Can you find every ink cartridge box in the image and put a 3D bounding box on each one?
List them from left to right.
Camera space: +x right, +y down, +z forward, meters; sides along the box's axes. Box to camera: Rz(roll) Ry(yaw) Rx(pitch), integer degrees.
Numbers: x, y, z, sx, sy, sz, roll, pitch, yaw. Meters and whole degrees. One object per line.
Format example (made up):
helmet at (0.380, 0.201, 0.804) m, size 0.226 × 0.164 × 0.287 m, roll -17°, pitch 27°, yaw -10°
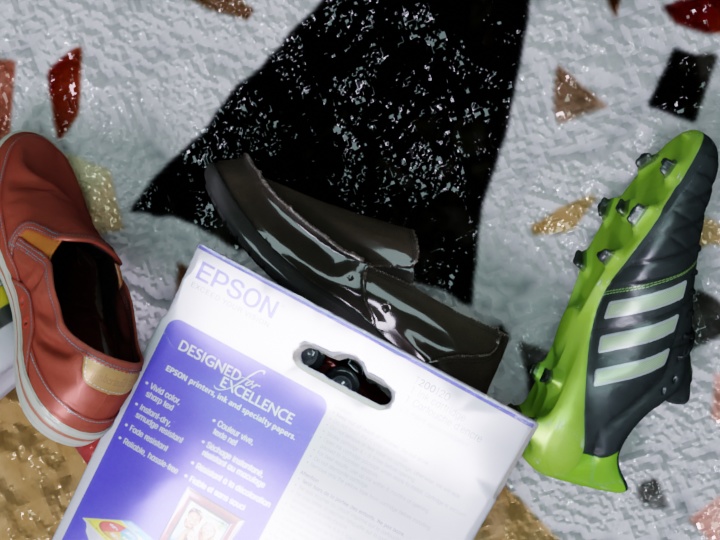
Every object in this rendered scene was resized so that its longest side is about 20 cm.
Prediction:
ink cartridge box at (-0.037, 0.113, 0.746) m, size 0.197 × 0.043 × 0.201 m, roll 28°, pitch 104°, yaw 2°

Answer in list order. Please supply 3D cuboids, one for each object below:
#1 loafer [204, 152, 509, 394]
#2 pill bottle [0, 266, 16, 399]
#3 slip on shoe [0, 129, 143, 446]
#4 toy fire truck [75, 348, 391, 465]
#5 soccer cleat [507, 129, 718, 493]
loafer at (0.000, 0.000, 0.777) m, size 0.200 × 0.073 × 0.071 m, roll 42°, pitch 87°, yaw -2°
pill bottle at (-0.266, -0.009, 0.780) m, size 0.112 × 0.112 × 0.200 m, roll -39°, pitch 88°, yaw 7°
slip on shoe at (-0.154, -0.003, 0.752) m, size 0.061 × 0.074 × 0.201 m, roll -43°, pitch 47°, yaw 26°
toy fire truck at (-0.053, 0.100, 0.793) m, size 0.200 × 0.049 × 0.141 m, roll 42°, pitch 98°, yaw 1°
soccer cleat at (0.150, 0.023, 0.764) m, size 0.081 × 0.068 × 0.201 m, roll 23°, pitch 97°, yaw -13°
